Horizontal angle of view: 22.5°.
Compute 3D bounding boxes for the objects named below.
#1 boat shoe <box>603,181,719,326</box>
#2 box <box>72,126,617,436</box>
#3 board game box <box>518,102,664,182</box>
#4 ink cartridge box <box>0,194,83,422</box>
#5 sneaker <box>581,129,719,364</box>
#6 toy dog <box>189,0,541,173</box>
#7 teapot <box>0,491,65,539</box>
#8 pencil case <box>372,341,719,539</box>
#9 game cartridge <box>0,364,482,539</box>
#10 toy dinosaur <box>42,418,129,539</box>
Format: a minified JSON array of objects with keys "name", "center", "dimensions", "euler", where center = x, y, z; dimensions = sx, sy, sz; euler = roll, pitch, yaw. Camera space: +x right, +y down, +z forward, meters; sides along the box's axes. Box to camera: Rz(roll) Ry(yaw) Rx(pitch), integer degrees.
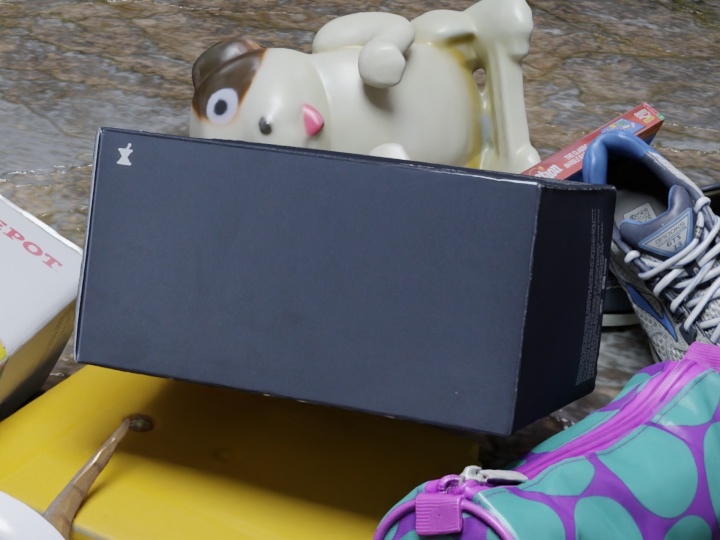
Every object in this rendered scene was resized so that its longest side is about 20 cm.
[{"name":"boat shoe","center":[0.181,-0.016,1.067],"dimensions":[0.198,0.062,0.075],"euler":[-12,36,-30]},{"name":"box","center":[0.000,0.000,0.821],"dimensions":[0.198,0.105,0.182],"euler":[8,3,18]},{"name":"board game box","center":[0.101,-0.027,1.028],"dimensions":[0.019,0.103,0.199],"euler":[41,36,15]},{"name":"ink cartridge box","center":[-0.229,0.025,0.813],"dimensions":[0.145,0.088,0.200],"euler":[34,31,3]},{"name":"sneaker","center":[0.167,0.005,0.938],"dimensions":[0.077,0.085,0.201],"euler":[-33,52,1]},{"name":"toy dog","center":[-0.010,-0.099,1.120],"dimensions":[0.198,0.141,0.193],"euler":[-10,16,-30]},{"name":"teapot","center":[-0.033,0.152,0.531],"dimensions":[0.198,0.147,0.198],"euler":[-4,38,-25]},{"name":"pencil case","center":[0.096,0.102,0.765],"dimensions":[0.084,0.094,0.199],"euler":[10,21,38]},{"name":"game cartridge","center":[-0.062,0.096,0.822],"dimensions":[0.198,0.033,0.176],"euler":[20,28,22]},{"name":"toy dinosaur","center":[-0.117,0.140,0.696],"dimensions":[0.105,0.061,0.201],"euler":[8,33,-32]}]
